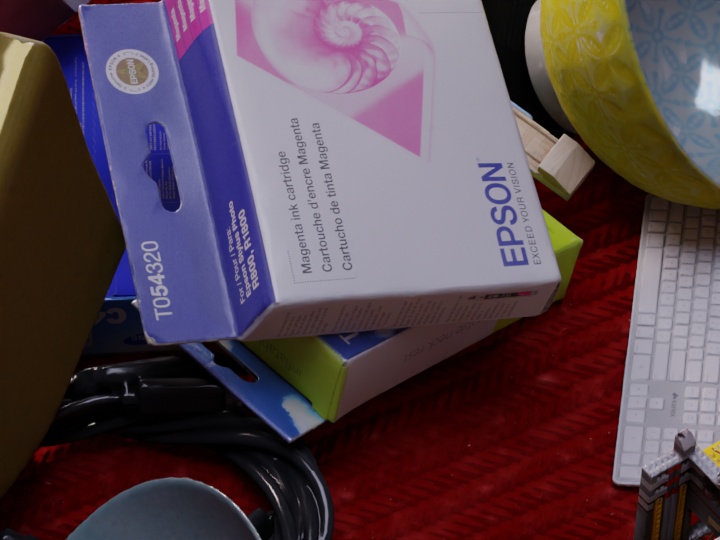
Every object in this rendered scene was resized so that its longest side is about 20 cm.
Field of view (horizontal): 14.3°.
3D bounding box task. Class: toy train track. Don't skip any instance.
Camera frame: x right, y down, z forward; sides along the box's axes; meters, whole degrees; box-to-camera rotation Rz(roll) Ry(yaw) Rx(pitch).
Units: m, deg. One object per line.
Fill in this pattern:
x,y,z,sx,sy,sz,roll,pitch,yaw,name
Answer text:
0.035,-0.107,1.472,0.200,0.033,0.115,37,71,8,toy train track

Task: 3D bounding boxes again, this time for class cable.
-0.117,0.115,1.353,0.199,0.051,0.163,-7,52,-14,cable

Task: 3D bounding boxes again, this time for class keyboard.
0.164,0.033,1.450,0.056,0.011,0.200,6,47,6,keyboard

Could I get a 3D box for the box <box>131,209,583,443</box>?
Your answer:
0.000,0.000,1.425,0.122,0.048,0.200,39,44,26,box

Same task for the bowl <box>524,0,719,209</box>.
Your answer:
0.152,-0.120,1.503,0.107,0.200,0.200,-14,35,39,bowl

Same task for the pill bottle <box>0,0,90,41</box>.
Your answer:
-0.213,-0.158,1.511,0.200,0.113,0.113,-39,53,3,pill bottle

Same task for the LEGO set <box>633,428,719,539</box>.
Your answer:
0.213,0.133,1.282,0.153,0.116,0.200,-20,50,-18,LEGO set

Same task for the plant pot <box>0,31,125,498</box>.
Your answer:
-0.235,0.019,1.283,0.194,0.196,0.201,8,65,11,plant pot

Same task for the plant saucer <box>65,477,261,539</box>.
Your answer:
-0.087,0.190,1.220,0.039,0.201,0.201,23,33,-38,plant saucer

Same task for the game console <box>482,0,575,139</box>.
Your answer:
0.032,-0.167,1.581,0.176,0.116,0.201,21,67,-25,game console

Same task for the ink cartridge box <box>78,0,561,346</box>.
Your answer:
-0.021,-0.063,1.380,0.199,0.043,0.197,-4,61,-19,ink cartridge box

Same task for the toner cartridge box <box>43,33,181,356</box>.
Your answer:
-0.133,-0.043,1.500,0.095,0.043,0.200,-3,47,-2,toner cartridge box
